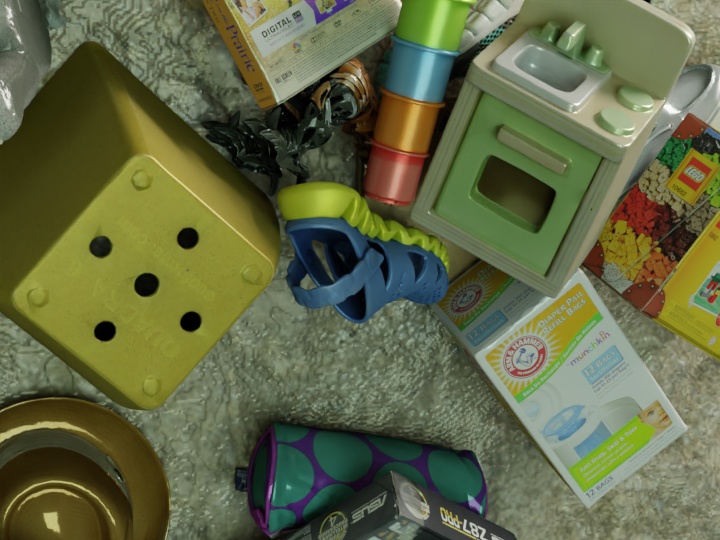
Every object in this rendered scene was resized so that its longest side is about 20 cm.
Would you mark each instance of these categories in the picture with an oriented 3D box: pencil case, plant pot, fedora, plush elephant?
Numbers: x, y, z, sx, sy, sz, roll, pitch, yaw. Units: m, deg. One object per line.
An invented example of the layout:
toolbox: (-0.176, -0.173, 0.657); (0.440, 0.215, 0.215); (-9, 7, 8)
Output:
pencil case: (0.004, 0.180, 1.377); (0.199, 0.085, 0.093); (10, 90, -22)
plant pot: (-0.170, -0.015, 1.203); (0.200, 0.176, 0.200); (42, 89, -26)
fedora: (-0.233, 0.199, 1.296); (0.200, 0.082, 0.201); (-6, 109, -18)
plush elephant: (-0.298, -0.157, 1.134); (0.154, 0.200, 0.165); (-14, 98, 8)

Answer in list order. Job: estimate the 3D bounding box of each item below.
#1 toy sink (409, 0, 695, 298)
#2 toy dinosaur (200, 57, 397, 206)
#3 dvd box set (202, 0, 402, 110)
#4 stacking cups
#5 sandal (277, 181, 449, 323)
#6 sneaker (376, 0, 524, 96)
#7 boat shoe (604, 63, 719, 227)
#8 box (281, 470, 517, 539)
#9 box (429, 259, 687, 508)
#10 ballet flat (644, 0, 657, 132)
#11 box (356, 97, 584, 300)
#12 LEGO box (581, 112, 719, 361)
toy sink: (0.139, -0.104, 1.234); (0.130, 0.112, 0.200); (30, 125, 10)
toy dinosaur: (-0.035, -0.130, 1.264); (0.200, 0.102, 0.136); (44, 72, 1)
dvd box set: (-0.063, -0.235, 1.204); (0.146, 0.029, 0.200); (-38, 106, -35)
stacking cups: (0.048, -0.146, 1.235); (0.060, 0.061, 0.201); (6, 105, -21)
sandal: (0.000, 0.000, 1.265); (0.200, 0.079, 0.087); (23, 68, -52)
sneaker: (0.107, -0.178, 1.312); (0.200, 0.078, 0.091); (-35, 121, -4)
boat shoe: (0.224, -0.113, 1.357); (0.201, 0.070, 0.072); (-42, 129, -16)
box: (0.007, 0.249, 1.356); (0.200, 0.049, 0.161); (-35, 132, 25)
box: (0.161, 0.078, 1.378); (0.112, 0.101, 0.200); (-38, 122, -1)
ballet flat: (0.218, -0.190, 1.321); (0.066, 0.057, 0.201); (34, 61, -53)
box: (0.092, -0.060, 1.369); (0.199, 0.021, 0.164); (-6, 108, -19)
LEGO box: (0.291, -0.018, 1.376); (0.149, 0.077, 0.200); (-54, 141, 7)
